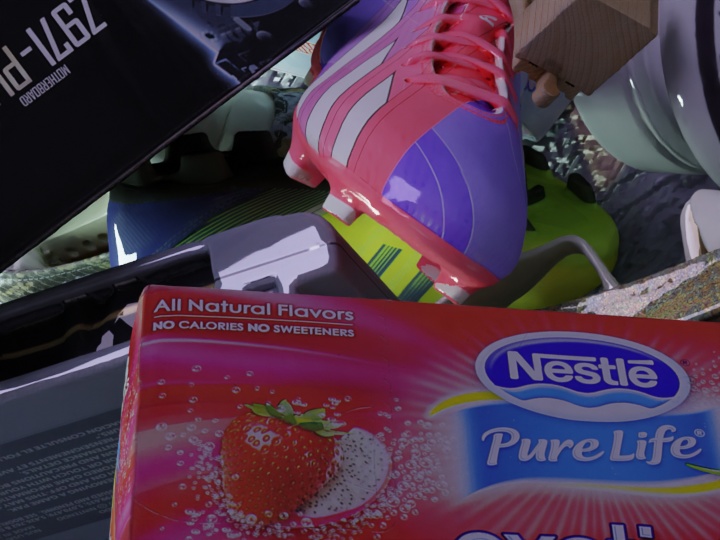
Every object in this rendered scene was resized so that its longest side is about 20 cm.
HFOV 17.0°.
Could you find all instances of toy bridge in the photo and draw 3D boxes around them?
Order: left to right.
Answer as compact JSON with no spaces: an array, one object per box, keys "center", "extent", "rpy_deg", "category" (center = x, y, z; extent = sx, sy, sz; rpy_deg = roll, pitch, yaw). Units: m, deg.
[{"center":[0.060,-0.123,0.700],"extent":[0.067,0.027,0.200],"rpy_deg":[-42,30,45],"category":"toy bridge"}]

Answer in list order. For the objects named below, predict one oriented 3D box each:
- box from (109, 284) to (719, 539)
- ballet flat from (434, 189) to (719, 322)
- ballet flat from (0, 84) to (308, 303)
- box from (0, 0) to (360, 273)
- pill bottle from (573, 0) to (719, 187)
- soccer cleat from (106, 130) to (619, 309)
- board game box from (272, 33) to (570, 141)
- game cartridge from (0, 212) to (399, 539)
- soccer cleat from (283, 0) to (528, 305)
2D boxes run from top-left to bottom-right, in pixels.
[{"center":[0.043,0.074,0.542],"extent":[0.100,0.199,0.096],"rpy_deg":[-92,9,-47],"category":"box"},{"center":[0.080,0.015,0.646],"extent":[0.200,0.071,0.071],"rpy_deg":[-20,41,15],"category":"ballet flat"},{"center":[-0.078,-0.031,0.902],"extent":[0.200,0.072,0.072],"rpy_deg":[-20,42,34],"category":"ballet flat"},{"center":[-0.105,-0.065,0.761],"extent":[0.164,0.086,0.200],"rpy_deg":[-38,9,-9],"category":"box"},{"center":[0.152,-0.066,0.643],"extent":[0.200,0.111,0.112],"rpy_deg":[4,59,50],"category":"pill bottle"},{"center":[0.000,0.000,0.803],"extent":[0.200,0.084,0.065],"rpy_deg":[5,19,35],"category":"soccer cleat"},{"center":[-0.037,-0.140,0.847],"extent":[0.041,0.200,0.200],"rpy_deg":[-50,34,-13],"category":"board game box"},{"center":[-0.072,0.048,0.745],"extent":[0.200,0.133,0.041],"rpy_deg":[-17,55,16],"category":"game cartridge"},{"center":[0.022,-0.052,0.684],"extent":[0.077,0.067,0.200],"rpy_deg":[-51,12,11],"category":"soccer cleat"}]
